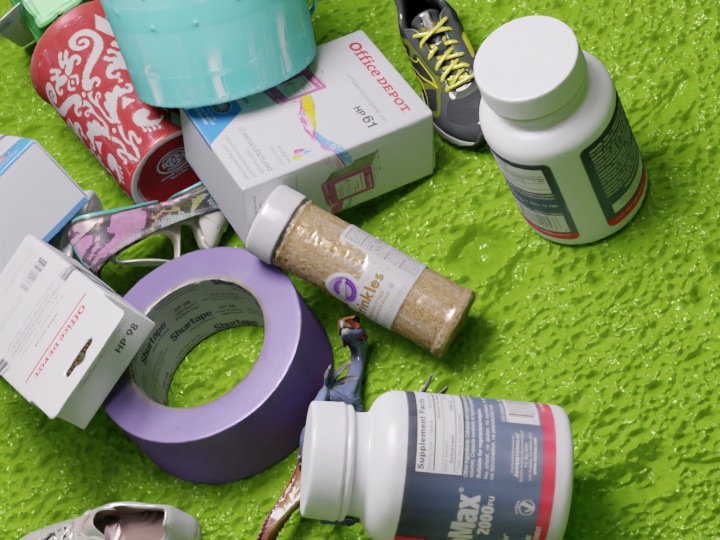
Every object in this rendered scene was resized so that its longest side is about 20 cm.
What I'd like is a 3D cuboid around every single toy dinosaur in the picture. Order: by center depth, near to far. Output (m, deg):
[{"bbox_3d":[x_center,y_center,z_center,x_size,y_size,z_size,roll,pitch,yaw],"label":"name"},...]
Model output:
[{"bbox_3d":[-0.032,0.127,1.579,0.200,0.105,0.182,-30,30,17],"label":"toy dinosaur"}]

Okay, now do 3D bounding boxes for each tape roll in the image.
[{"bbox_3d":[-0.131,0.084,1.647,0.200,0.085,0.200,-12,54,17],"label":"tape roll"}]

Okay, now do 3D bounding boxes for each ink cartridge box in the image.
[{"bbox_3d":[-0.261,0.060,1.627,0.116,0.067,0.200,-56,40,-1],"label":"ink cartridge box"},{"bbox_3d":[-0.049,-0.126,1.715,0.200,0.085,0.145,-22,50,-18],"label":"ink cartridge box"},{"bbox_3d":[-0.363,-0.054,1.786,0.145,0.084,0.200,-48,21,-12],"label":"ink cartridge box"}]

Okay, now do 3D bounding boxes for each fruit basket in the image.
[{"bbox_3d":[-0.297,-0.299,1.924,0.185,0.094,0.200,-33,7,1],"label":"fruit basket"}]

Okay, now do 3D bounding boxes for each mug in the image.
[{"bbox_3d":[-0.213,-0.174,1.820,0.178,0.133,0.200,-50,54,16],"label":"mug"}]

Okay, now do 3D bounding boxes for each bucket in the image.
[{"bbox_3d":[-0.140,-0.246,1.704,0.207,0.135,0.207,-11,26,5],"label":"bucket"}]

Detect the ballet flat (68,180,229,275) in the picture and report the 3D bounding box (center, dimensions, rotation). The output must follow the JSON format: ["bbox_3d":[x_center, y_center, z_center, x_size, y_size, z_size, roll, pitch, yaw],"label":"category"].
[{"bbox_3d":[-0.178,-0.044,1.753,0.200,0.069,0.071,-21,86,-22],"label":"ballet flat"}]

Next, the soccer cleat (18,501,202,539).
[{"bbox_3d":[-0.235,0.235,1.594,0.200,0.078,0.069,-12,54,16],"label":"soccer cleat"}]

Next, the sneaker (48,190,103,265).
[{"bbox_3d":[-0.324,0.006,1.785,0.118,0.074,0.201,6,63,19],"label":"sneaker"}]

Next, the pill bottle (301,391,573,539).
[{"bbox_3d":[0.057,0.157,1.439,0.200,0.120,0.120,5,57,-5],"label":"pill bottle"}]

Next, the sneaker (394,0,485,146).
[{"bbox_3d":[0.075,-0.199,1.747,0.074,0.085,0.200,-30,51,3],"label":"sneaker"}]

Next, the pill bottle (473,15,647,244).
[{"bbox_3d":[0.169,-0.123,1.581,0.119,0.200,0.120,-11,55,16],"label":"pill bottle"}]

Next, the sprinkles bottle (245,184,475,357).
[{"bbox_3d":[0.000,0.000,1.606,0.200,0.068,0.068,29,70,7],"label":"sprinkles bottle"}]
